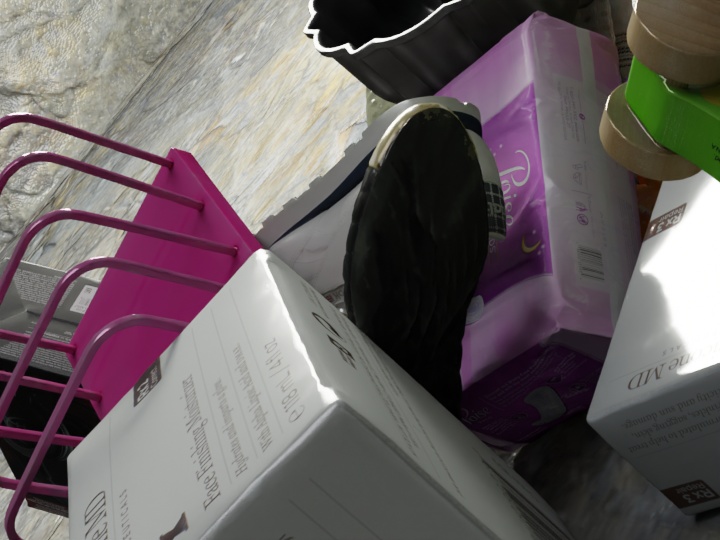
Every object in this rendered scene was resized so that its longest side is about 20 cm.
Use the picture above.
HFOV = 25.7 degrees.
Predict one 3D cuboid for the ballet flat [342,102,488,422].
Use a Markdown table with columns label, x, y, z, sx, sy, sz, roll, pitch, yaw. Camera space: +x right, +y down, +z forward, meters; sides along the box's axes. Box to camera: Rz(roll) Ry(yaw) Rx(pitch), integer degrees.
| label | x | y | z | sx | sy | sz | roll | pitch | yaw |
| --- | --- | --- | --- | --- | --- | --- | --- | --- | --- |
| ballet flat | 0.019 | 0.019 | 0.721 | 0.057 | 0.066 | 0.202 | -119 | 30 | -64 |

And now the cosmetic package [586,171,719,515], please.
| label | x | y | z | sx | sy | sz | roll | pitch | yaw |
| --- | --- | --- | --- | --- | --- | --- | --- | --- | --- |
| cosmetic package | 0.175 | -0.005 | 0.669 | 0.101 | 0.074 | 0.201 | -29 | 25 | 45 |

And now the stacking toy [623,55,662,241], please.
| label | x | y | z | sx | sy | sz | roll | pitch | yaw |
| --- | --- | --- | --- | --- | --- | --- | --- | --- | --- |
| stacking toy | 0.182 | -0.104 | 0.832 | 0.109 | 0.116 | 0.202 | 26 | 95 | 34 |

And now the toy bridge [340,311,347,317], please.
| label | x | y | z | sx | sy | sz | roll | pitch | yaw |
| --- | --- | --- | --- | --- | --- | --- | --- | --- | --- |
| toy bridge | -0.001 | 0.081 | 0.845 | 0.200 | 0.067 | 0.027 | 99 | -167 | -63 |

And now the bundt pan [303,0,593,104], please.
| label | x | y | z | sx | sy | sz | roll | pitch | yaw |
| --- | --- | --- | --- | --- | --- | --- | --- | --- | --- |
| bundt pan | 0.067 | -0.173 | 0.923 | 0.201 | 0.076 | 0.203 | -32 | 30 | 22 |

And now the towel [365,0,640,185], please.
| label | x | y | z | sx | sy | sz | roll | pitch | yaw |
| --- | --- | --- | --- | --- | --- | --- | --- | --- | --- |
| towel | 0.086 | -0.089 | 0.968 | 0.191 | 0.034 | 0.202 | -24 | 55 | 33 |

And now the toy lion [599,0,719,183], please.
| label | x | y | z | sx | sy | sz | roll | pitch | yaw |
| --- | --- | --- | --- | --- | --- | --- | --- | --- | --- |
| toy lion | 0.205 | -0.055 | 0.602 | 0.069 | 0.190 | 0.201 | 97 | 153 | -45 |

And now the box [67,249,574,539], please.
| label | x | y | z | sx | sy | sz | roll | pitch | yaw |
| --- | --- | --- | --- | --- | --- | --- | --- | --- | --- |
| box | 0.000 | 0.122 | 0.615 | 0.131 | 0.200 | 0.199 | -47 | 18 | 3 |

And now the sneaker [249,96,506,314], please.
| label | x | y | z | sx | sy | sz | roll | pitch | yaw |
| --- | --- | --- | --- | --- | --- | --- | --- | --- | --- |
| sneaker | 0.000 | 0.000 | 0.795 | 0.200 | 0.076 | 0.081 | -48 | 53 | 43 |

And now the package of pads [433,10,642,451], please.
| label | x | y | z | sx | sy | sz | roll | pitch | yaw |
| --- | --- | --- | --- | --- | --- | --- | --- | --- | --- |
| package of pads | 0.083 | -0.021 | 0.809 | 0.120 | 0.075 | 0.202 | -38 | 42 | 43 |

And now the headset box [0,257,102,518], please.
| label | x | y | z | sx | sy | sz | roll | pitch | yaw |
| --- | --- | --- | --- | --- | --- | --- | --- | --- | --- |
| headset box | -0.154 | 0.097 | 1.001 | 0.147 | 0.201 | 0.078 | 13 | 51 | 18 |

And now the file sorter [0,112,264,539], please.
| label | x | y | z | sx | sy | sz | roll | pitch | yaw |
| --- | --- | --- | --- | --- | --- | --- | --- | --- | --- |
| file sorter | -0.129 | 0.031 | 0.779 | 0.140 | 0.125 | 0.200 | -60 | 40 | 17 |
